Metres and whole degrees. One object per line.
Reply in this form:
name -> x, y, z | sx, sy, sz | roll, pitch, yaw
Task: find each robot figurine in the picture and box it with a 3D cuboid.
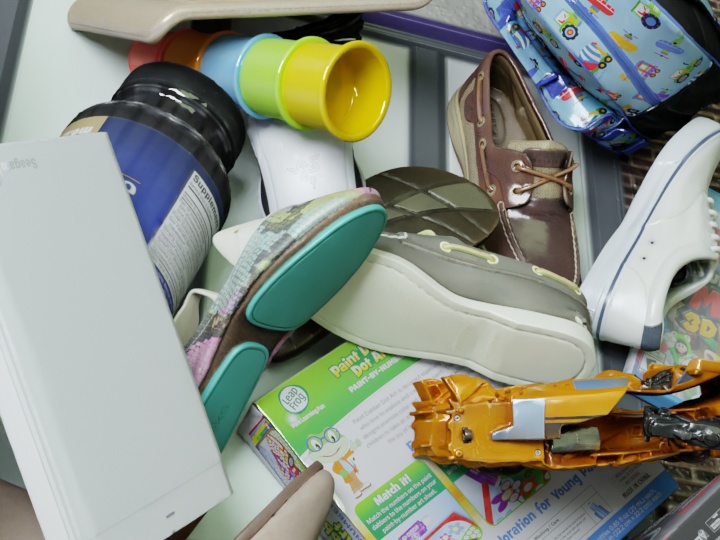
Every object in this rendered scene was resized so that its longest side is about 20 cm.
robot figurine -> 0.134, 0.082, 0.767 | 0.199, 0.145, 0.058 | -2, 84, -11

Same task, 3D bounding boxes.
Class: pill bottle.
pill bottle -> -0.143, -0.027, 0.798 | 0.112, 0.112, 0.200 | 26, 52, -3

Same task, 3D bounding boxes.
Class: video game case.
video game case -> 0.274, 0.037, 0.979 | 0.143, 0.018, 0.200 | 28, 52, -1

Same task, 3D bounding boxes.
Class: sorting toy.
sorting toy -> -0.077, -0.185, 0.906 | 0.199, 0.185, 0.037 | -13, 108, -26

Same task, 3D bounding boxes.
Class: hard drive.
hard drive -> -0.132, 0.035, 0.660 | 0.132, 0.026, 0.201 | -22, 93, -65

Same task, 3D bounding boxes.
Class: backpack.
backpack -> 0.166, -0.185, 0.960 | 0.183, 0.134, 0.200 | 59, 21, 17

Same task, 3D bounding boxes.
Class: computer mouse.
computer mouse -> -0.038, -0.103, 0.897 | 0.109, 0.044, 0.200 | -10, 48, -3

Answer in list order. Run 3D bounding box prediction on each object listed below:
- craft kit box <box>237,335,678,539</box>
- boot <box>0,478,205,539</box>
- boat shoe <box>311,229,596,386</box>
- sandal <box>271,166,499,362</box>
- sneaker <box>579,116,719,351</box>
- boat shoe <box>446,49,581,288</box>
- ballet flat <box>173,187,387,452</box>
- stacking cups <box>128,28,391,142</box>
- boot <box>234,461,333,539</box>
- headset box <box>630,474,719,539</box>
craft kit box -> 0.062, 0.114, 0.829 | 0.200, 0.049, 0.198 | -31, 75, -34
boot -> -0.188, 0.134, 0.706 | 0.146, 0.070, 0.200 | 35, 43, 15
boat shoe -> 0.046, 0.013, 0.823 | 0.201, 0.072, 0.060 | 18, 43, -8
sandal -> 0.000, 0.000, 0.879 | 0.200, 0.055, 0.082 | -37, 70, -21
sneaker -> 0.219, -0.021, 0.951 | 0.071, 0.073, 0.200 | 25, 64, 20
boat shoe -> 0.113, -0.066, 0.950 | 0.072, 0.072, 0.201 | 1, 58, -21
ballet flat -> -0.067, 0.023, 0.763 | 0.071, 0.200, 0.069 | 42, 13, 33
stacking cups -> -0.069, -0.124, 0.864 | 0.060, 0.061, 0.200 | -32, 32, -34
boot -> -0.034, 0.214, 0.694 | 0.146, 0.070, 0.200 | 37, 66, 13
headset box -> 0.158, 0.185, 0.720 | 0.149, 0.200, 0.077 | -32, 74, -34
